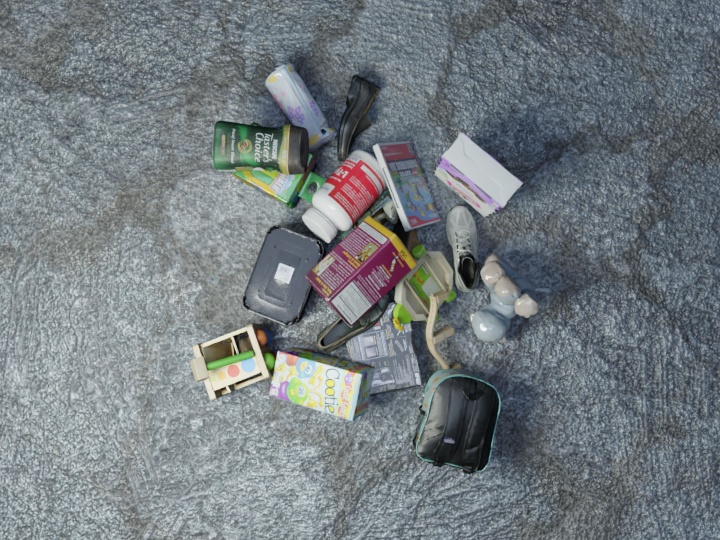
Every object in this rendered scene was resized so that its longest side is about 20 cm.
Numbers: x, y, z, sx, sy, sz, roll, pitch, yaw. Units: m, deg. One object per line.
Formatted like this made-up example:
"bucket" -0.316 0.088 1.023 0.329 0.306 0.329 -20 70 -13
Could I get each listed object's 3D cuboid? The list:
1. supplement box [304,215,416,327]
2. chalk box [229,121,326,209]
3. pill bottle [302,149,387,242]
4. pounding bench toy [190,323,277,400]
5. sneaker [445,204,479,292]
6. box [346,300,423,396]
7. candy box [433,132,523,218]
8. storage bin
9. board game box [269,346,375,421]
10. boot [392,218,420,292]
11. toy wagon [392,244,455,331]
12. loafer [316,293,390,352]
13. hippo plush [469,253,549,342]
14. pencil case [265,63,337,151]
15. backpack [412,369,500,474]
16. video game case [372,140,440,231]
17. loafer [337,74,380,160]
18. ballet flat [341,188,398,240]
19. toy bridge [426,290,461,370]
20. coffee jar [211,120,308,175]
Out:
"supplement box" 0.000 0.000 1.444 0.200 0.131 0.103 -43 126 -4
"chalk box" -0.176 -0.223 1.515 0.198 0.124 0.126 28 89 1
"pill bottle" -0.035 -0.163 1.501 0.112 0.112 0.200 41 76 2
"pounding bench toy" -0.268 0.195 1.460 0.154 0.200 0.126 -20 85 0
"sneaker" 0.241 -0.053 1.511 0.075 0.115 0.203 -7 88 0
"box" 0.048 0.179 1.536 0.156 0.050 0.203 -12 88 0
"candy box" 0.251 -0.203 1.474 0.167 0.200 0.072 40 89 2
"storage bin" -0.170 0.012 1.523 0.134 0.094 0.202 21 89 1
"board game box" -0.083 0.245 1.478 0.198 0.105 0.104 13 93 17
"boot" 0.117 -0.046 1.547 0.075 0.073 0.203 4 85 -27
"toy wagon" 0.129 0.048 1.499 0.200 0.039 0.156 -49 120 -20
"loafer" -0.014 0.112 1.484 0.199 0.063 0.072 -40 86 -1
"hippo plush" 0.303 0.070 1.502 0.159 0.200 0.161 42 113 8
"pencil case" -0.137 -0.371 1.538 0.083 0.091 0.201 -33 87 -1
"backpack" 0.213 0.318 1.479 0.174 0.153 0.202 14 98 -1
"video game case" 0.106 -0.194 1.514 0.017 0.142 0.202 -22 88 36
"loafer" -0.008 -0.346 1.547 0.071 0.073 0.202 14 89 -4
"ballet flat" 0.046 -0.116 1.534 0.200 0.074 0.074 -42 88 6
"toy bridge" 0.179 0.144 1.506 0.067 0.027 0.202 -22 109 -29
"coffee jar" -0.207 -0.257 1.413 0.197 0.085 0.106 3 90 0
